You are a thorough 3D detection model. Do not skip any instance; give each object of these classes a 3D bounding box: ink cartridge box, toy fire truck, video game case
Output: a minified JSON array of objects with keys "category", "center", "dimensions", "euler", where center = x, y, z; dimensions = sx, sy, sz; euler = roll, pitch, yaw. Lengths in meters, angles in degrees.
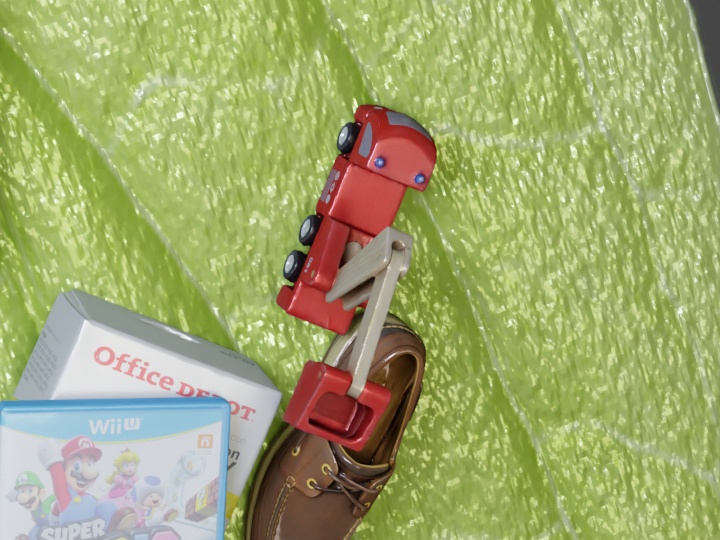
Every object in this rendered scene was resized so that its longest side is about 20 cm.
[{"category":"ink cartridge box","center":[-0.157,0.132,1.705],"dimensions":[0.145,0.083,0.201],"euler":[22,95,-21]},{"category":"toy fire truck","center":[0.000,0.000,1.696],"dimensions":[0.049,0.141,0.201],"euler":[21,95,-22]},{"category":"video game case","center":[-0.155,0.177,1.661],"dimensions":[0.143,0.018,0.201],"euler":[0,103,-16]}]

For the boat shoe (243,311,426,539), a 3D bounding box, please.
[{"category":"boat shoe","center":[-0.016,0.124,1.759],"dimensions":[0.072,0.068,0.201],"euler":[24,94,-22]}]
